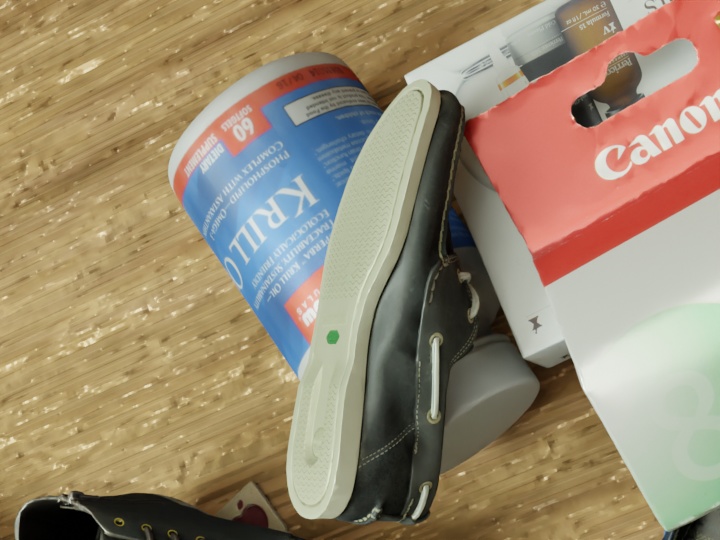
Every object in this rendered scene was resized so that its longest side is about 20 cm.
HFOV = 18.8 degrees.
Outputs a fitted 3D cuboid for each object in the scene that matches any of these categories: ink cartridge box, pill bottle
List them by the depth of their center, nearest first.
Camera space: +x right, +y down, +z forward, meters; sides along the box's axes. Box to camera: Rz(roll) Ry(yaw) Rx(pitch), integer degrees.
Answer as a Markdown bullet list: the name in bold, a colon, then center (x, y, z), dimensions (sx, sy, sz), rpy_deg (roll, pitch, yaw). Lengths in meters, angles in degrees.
- **ink cartridge box**: center (0.154, -0.012, 0.935), dimensions (0.160, 0.050, 0.201), rpy_deg (-30, 93, 15)
- **pill bottle**: center (0.000, 0.000, 1.070), dimensions (0.112, 0.112, 0.200), rpy_deg (-42, 70, 16)

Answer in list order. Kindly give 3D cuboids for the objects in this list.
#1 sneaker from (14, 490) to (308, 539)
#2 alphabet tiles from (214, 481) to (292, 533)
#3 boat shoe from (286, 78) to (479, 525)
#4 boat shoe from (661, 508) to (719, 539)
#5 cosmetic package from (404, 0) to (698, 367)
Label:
- **sneaker**: center (-0.070, 0.158, 1.046), dimensions (0.199, 0.106, 0.075), rpy_deg (13, 89, 31)
- **alphabet tiles**: center (-0.078, 0.239, 1.142), dimensions (0.200, 0.008, 0.167), rpy_deg (-44, 70, 16)
- **boat shoe**: center (0.019, 0.016, 0.977), dimensions (0.072, 0.067, 0.201), rpy_deg (-166, 87, -67)
- **boat shoe**: center (0.187, 0.101, 0.996), dimensions (0.084, 0.069, 0.201), rpy_deg (19, 93, 25)
- **cosmetic package**: center (0.139, -0.066, 1.001), dimensions (0.199, 0.052, 0.151), rpy_deg (-27, 76, 15)
